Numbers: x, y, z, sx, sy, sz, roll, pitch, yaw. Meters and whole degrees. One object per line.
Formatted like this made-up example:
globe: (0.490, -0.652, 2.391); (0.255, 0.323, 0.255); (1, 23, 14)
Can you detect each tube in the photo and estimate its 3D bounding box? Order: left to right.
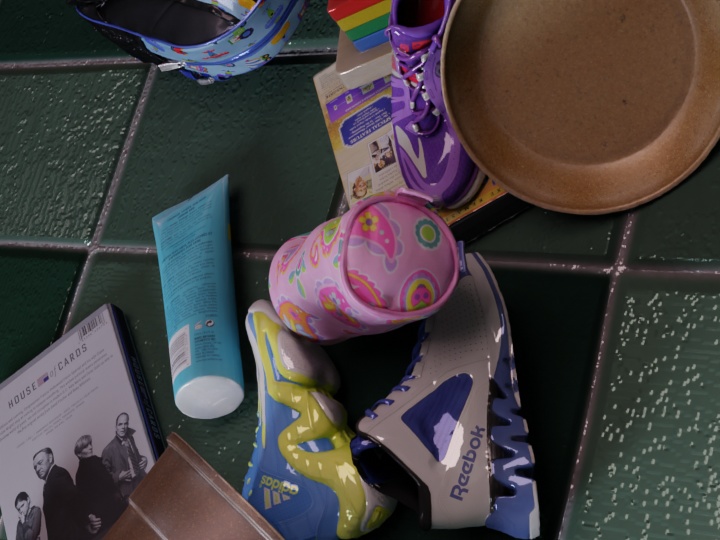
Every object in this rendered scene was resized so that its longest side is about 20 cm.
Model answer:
tube: (-0.125, 0.017, 1.277); (0.077, 0.050, 0.202); (-24, 49, 17)

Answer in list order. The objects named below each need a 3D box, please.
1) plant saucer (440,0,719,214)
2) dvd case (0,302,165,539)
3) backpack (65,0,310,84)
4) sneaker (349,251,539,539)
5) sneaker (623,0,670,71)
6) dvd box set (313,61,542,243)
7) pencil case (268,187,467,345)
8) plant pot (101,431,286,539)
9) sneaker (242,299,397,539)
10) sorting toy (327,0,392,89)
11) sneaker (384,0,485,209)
plant saucer: (0.153, -0.139, 1.110); (0.199, 0.201, 0.035); (-33, 13, 16)
dvd case: (-0.224, 0.144, 1.299); (0.150, 0.025, 0.201); (-35, 51, 15)
backpack: (-0.112, -0.241, 1.354); (0.199, 0.134, 0.184); (22, 79, 41)
sneaker: (0.045, 0.084, 1.078); (0.114, 0.081, 0.201); (-7, 58, -4)
sneaker: (0.245, -0.224, 1.141); (0.086, 0.074, 0.202); (25, 84, 29)
dvd box set: (0.049, -0.103, 1.236); (0.145, 0.029, 0.202); (-30, 51, 17)
pencil case: (0.000, 0.000, 1.086); (0.088, 0.087, 0.200); (-68, 12, -14)
plant pot: (-0.117, 0.241, 1.032); (0.198, 0.201, 0.200); (-45, 48, -10)
sneaker: (-0.056, 0.115, 1.164); (0.105, 0.076, 0.201); (-40, 51, 11)
sorting toy: (0.063, -0.260, 1.257); (0.198, 0.070, 0.200); (-20, 43, 26)
sneaker: (0.043, -0.142, 1.147); (0.080, 0.083, 0.203); (0, 99, 26)
